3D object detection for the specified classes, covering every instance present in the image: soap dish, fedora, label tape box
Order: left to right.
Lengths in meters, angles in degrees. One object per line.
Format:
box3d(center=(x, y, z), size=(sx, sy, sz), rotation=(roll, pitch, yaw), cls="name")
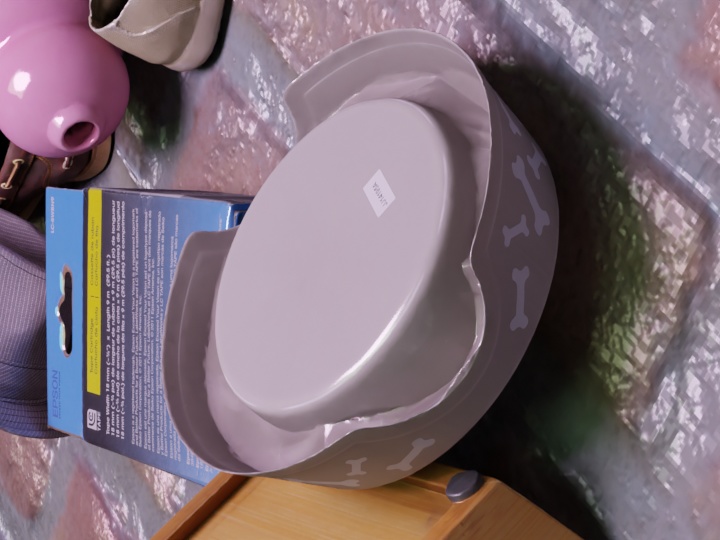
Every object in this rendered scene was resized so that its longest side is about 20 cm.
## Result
box3d(center=(-0.237, 0.011, 0.970), size=(0.199, 0.177, 0.091), rotation=(30, 99, 18), cls="fedora")
box3d(center=(-0.097, 0.029, 0.859), size=(0.200, 0.063, 0.145), rotation=(9, 100, 53), cls="label tape box")
box3d(center=(-0.018, 0.142, 0.682), size=(0.200, 0.157, 0.081), rotation=(6, 133, 54), cls="soap dish")

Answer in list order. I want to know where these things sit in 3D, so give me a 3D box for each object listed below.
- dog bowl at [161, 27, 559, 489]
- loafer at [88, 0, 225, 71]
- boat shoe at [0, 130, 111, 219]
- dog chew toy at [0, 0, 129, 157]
box3d(center=(0.000, 0.000, 0.675), size=(0.200, 0.059, 0.201), rotation=(-30, 46, 36), cls="dog bowl")
box3d(center=(-0.102, -0.204, 0.847), size=(0.076, 0.068, 0.201), rotation=(26, 114, 48), cls="loafer")
box3d(center=(-0.235, -0.071, 1.037), size=(0.200, 0.070, 0.071), rotation=(-23, 77, 53), cls="boat shoe")
box3d(center=(-0.193, -0.143, 0.923), size=(0.200, 0.124, 0.125), rotation=(60, 136, 35), cls="dog chew toy")
